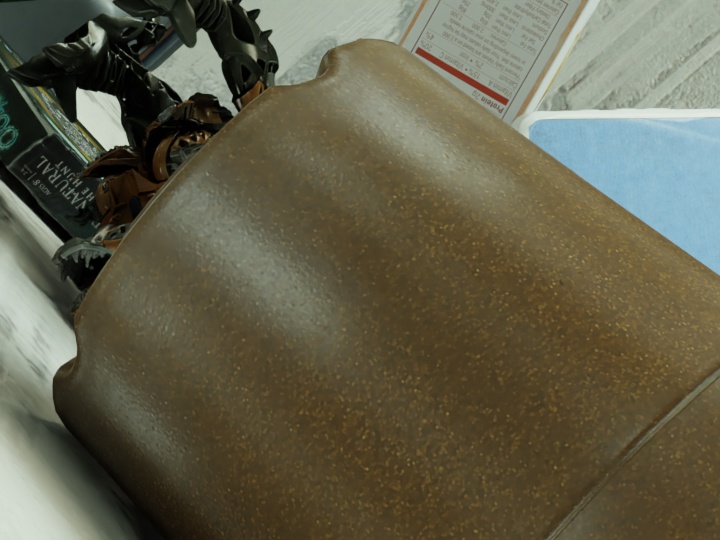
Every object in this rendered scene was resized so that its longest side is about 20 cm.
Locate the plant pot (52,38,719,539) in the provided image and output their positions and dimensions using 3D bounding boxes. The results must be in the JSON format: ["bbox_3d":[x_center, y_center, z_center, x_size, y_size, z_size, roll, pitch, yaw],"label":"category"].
[{"bbox_3d":[0.032,0.051,0.820,0.198,0.200,0.200,43,0,16],"label":"plant pot"}]

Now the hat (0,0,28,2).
[{"bbox_3d":[-0.073,-0.122,1.049,0.176,0.166,0.200,32,-27,-2],"label":"hat"}]

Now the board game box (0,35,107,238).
[{"bbox_3d":[-0.113,-0.027,1.276,0.200,0.028,0.135,49,2,-41],"label":"board game box"}]

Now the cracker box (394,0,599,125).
[{"bbox_3d":[0.060,-0.107,1.061,0.058,0.201,0.134,31,18,1],"label":"cracker box"}]

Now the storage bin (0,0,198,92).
[{"bbox_3d":[-0.174,-0.169,1.387,0.200,0.145,0.134,50,29,-3],"label":"storage bin"}]

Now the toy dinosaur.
[{"bbox_3d":[-0.059,-0.044,1.100,0.136,0.102,0.200,57,20,-5],"label":"toy dinosaur"}]

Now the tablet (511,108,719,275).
[{"bbox_3d":[0.147,0.005,1.020,0.014,0.199,0.131,-30,-114,59],"label":"tablet"}]
